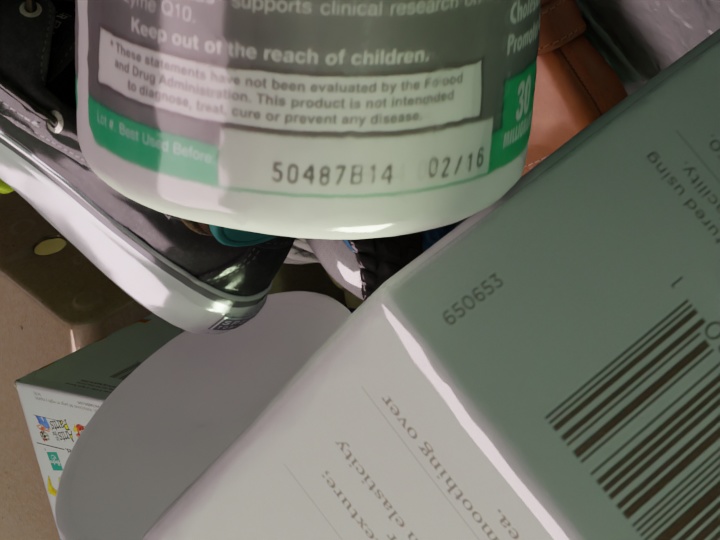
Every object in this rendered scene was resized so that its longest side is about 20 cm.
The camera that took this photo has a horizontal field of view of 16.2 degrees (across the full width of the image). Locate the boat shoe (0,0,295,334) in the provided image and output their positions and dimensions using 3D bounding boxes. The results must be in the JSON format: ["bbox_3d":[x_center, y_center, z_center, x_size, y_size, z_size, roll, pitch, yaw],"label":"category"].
[{"bbox_3d":[-0.100,-0.062,0.807,0.200,0.069,0.057,39,121,3],"label":"boat shoe"}]

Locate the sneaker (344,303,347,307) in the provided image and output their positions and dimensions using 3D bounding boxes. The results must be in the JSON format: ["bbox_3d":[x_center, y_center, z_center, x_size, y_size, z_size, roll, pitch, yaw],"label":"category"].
[{"bbox_3d":[0.065,0.086,1.073,0.083,0.072,0.200,-17,114,48],"label":"sneaker"}]

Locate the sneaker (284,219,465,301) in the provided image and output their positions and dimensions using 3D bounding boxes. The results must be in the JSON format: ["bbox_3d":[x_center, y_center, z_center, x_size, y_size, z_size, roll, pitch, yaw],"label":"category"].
[{"bbox_3d":[-0.017,-0.025,0.878,0.075,0.087,0.200,25,-162,-23],"label":"sneaker"}]

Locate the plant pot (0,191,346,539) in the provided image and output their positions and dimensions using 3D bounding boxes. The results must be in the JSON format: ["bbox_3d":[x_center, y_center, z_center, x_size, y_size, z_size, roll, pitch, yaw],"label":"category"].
[{"bbox_3d":[-0.083,0.041,1.149,0.199,0.199,0.178,33,144,48],"label":"plant pot"}]

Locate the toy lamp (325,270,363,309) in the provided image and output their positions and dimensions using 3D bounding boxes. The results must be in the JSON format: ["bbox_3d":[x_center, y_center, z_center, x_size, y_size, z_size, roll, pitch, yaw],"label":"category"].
[{"bbox_3d":[0.000,0.000,1.015,0.201,0.058,0.058,59,164,0],"label":"toy lamp"}]

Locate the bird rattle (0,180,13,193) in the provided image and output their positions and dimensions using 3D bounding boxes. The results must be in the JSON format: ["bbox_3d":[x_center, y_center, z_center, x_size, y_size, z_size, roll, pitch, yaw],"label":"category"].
[{"bbox_3d":[-0.180,-0.119,0.956,0.200,0.112,0.164,55,-150,-55],"label":"bird rattle"}]

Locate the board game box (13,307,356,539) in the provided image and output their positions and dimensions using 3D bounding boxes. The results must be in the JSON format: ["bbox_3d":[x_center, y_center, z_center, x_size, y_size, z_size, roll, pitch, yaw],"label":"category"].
[{"bbox_3d":[-0.044,0.122,1.011,0.105,0.103,0.201,8,117,49],"label":"board game box"}]

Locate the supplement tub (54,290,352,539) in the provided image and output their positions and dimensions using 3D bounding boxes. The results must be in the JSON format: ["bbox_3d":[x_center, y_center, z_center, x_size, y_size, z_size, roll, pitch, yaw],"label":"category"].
[{"bbox_3d":[-0.001,0.120,0.884,0.200,0.145,0.144,53,165,-29],"label":"supplement tub"}]

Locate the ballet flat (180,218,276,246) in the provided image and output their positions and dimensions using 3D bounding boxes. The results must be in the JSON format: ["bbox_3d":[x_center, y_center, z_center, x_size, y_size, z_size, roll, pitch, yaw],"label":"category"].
[{"bbox_3d":[0.000,-0.087,0.709,0.071,0.071,0.200,49,127,7],"label":"ballet flat"}]

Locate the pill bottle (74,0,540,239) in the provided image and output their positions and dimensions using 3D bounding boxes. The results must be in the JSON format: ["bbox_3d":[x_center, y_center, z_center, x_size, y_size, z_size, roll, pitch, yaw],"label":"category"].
[{"bbox_3d":[-0.009,-0.118,0.587,0.113,0.113,0.201,32,126,49],"label":"pill bottle"}]

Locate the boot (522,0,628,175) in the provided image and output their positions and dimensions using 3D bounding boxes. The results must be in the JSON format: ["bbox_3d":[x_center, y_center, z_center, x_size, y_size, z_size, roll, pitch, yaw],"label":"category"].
[{"bbox_3d":[0.000,-0.090,0.825,0.155,0.074,0.200,51,167,-10],"label":"boot"}]

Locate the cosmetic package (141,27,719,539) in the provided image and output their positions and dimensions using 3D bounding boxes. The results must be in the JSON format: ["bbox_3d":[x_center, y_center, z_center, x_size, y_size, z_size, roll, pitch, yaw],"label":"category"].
[{"bbox_3d":[0.073,0.065,0.703,0.168,0.166,0.200,50,147,4],"label":"cosmetic package"}]
